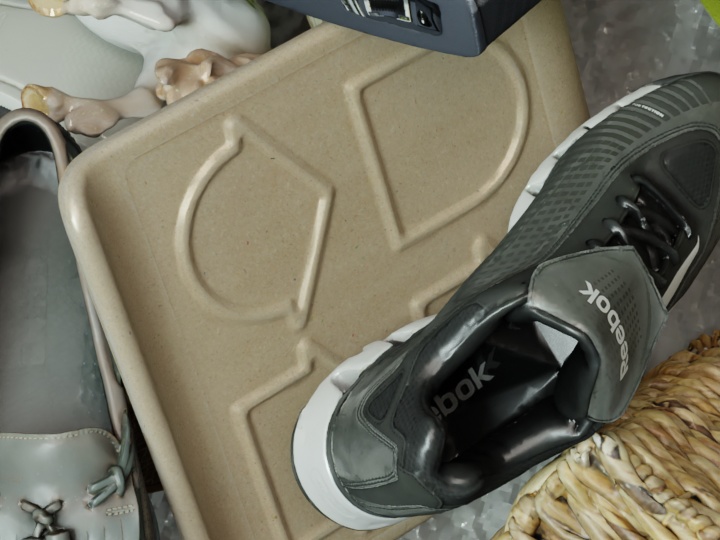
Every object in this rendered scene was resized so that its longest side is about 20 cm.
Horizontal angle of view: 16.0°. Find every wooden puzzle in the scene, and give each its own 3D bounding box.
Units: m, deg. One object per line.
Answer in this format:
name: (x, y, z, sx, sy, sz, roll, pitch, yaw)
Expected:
wooden puzzle: (0.000, 0.000, 0.851, 0.200, 0.186, 0.046, -33, 34, -25)

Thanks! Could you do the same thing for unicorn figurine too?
unicorn figurine: (-0.089, -0.111, 0.909, 0.137, 0.074, 0.200, -15, 61, -42)

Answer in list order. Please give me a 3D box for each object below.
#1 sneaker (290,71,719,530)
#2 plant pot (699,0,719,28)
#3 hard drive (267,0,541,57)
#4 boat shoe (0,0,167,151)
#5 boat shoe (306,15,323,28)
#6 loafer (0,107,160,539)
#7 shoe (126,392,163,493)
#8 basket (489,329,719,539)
sneaker: (0.070, 0.011, 0.812, 0.200, 0.090, 0.067, -43, 106, -17)
plant pot: (0.205, -0.149, 0.834, 0.192, 0.200, 0.201, -27, 76, -28)
hard drive: (-0.004, -0.137, 0.830, 0.200, 0.042, 0.135, 25, 52, 33)
boat shoe: (-0.122, -0.057, 0.930, 0.199, 0.060, 0.074, 16, 43, 2)
boat shoe: (0.000, -0.130, 0.932, 0.072, 0.065, 0.201, -7, 68, -18)
loafer: (-0.103, 0.045, 0.801, 0.072, 0.063, 0.201, -6, 68, -2)
shoe: (-0.028, 0.010, 0.912, 0.200, 0.070, 0.053, -34, 51, -10)
basket: (0.134, 0.143, 0.869, 0.200, 0.149, 0.143, 40, 114, 11)
